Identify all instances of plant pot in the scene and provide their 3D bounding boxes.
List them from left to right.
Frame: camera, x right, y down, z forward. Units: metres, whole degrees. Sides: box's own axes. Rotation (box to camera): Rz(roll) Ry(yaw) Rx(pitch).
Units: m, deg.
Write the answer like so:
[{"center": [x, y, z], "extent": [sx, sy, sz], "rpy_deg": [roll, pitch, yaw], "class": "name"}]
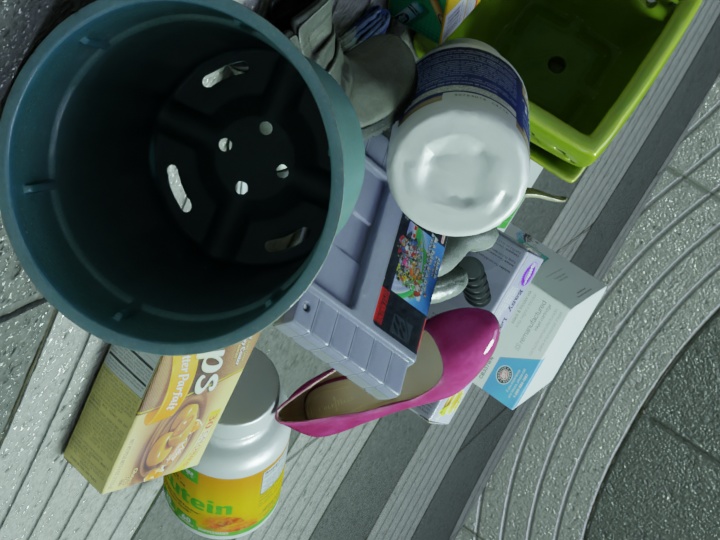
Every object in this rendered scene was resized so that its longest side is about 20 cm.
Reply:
[{"center": [-0.087, -0.062, 0.995], "extent": [0.201, 0.200, 0.196], "rpy_deg": [-59, 173, 11], "class": "plant pot"}, {"center": [0.179, -0.209, 1.533], "extent": [0.199, 0.200, 0.182], "rpy_deg": [-55, 172, -9], "class": "plant pot"}]

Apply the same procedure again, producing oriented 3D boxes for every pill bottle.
[{"center": [-0.119, 0.149, 1.472], "extent": [0.111, 0.111, 0.200], "rpy_deg": [-48, 164, -30], "class": "pill bottle"}, {"center": [0.081, -0.117, 1.338], "extent": [0.200, 0.111, 0.111], "rpy_deg": [-80, -166, -63], "class": "pill bottle"}]

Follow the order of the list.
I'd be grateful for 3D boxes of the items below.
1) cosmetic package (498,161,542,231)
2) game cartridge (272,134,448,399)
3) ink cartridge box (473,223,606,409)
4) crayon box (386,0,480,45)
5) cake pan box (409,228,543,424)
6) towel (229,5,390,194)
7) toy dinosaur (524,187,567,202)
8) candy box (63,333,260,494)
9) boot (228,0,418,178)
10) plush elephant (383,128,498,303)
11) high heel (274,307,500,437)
[{"center": [0.165, -0.146, 1.834], "extent": [0.200, 0.085, 0.108], "rpy_deg": [-58, 165, 11], "class": "cosmetic package"}, {"center": [0.009, -0.011, 1.336], "extent": [0.038, 0.129, 0.201], "rpy_deg": [-21, -136, 47], "class": "game cartridge"}, {"center": [0.155, 0.036, 1.958], "extent": [0.147, 0.200, 0.146], "rpy_deg": [-62, 163, 22], "class": "ink cartridge box"}, {"center": [0.083, -0.286, 1.308], "extent": [0.119, 0.058, 0.200], "rpy_deg": [-50, 164, -26], "class": "crayon box"}, {"center": [0.042, 0.016, 1.546], "extent": [0.185, 0.200, 0.052], "rpy_deg": [-61, 155, 4], "class": "cake pan box"}, {"center": [-0.045, -0.113, 1.332], "extent": [0.200, 0.024, 0.147], "rpy_deg": [-47, 163, -36], "class": "towel"}, {"center": [0.096, -0.061, 1.618], "extent": [0.088, 0.199, 0.048], "rpy_deg": [-59, 146, -60], "class": "toy dinosaur"}, {"center": [-0.145, 0.073, 1.299], "extent": [0.115, 0.055, 0.201], "rpy_deg": [-12, 134, -54], "class": "candy box"}, {"center": [-0.021, -0.154, 1.204], "extent": [0.200, 0.067, 0.131], "rpy_deg": [-45, 145, -39], "class": "boot"}, {"center": [0.000, 0.000, 1.466], "extent": [0.155, 0.164, 0.200], "rpy_deg": [-42, -165, 50], "class": "plush elephant"}, {"center": [0.021, 0.084, 1.368], "extent": [0.200, 0.068, 0.096], "rpy_deg": [-25, 167, 37], "class": "high heel"}]
